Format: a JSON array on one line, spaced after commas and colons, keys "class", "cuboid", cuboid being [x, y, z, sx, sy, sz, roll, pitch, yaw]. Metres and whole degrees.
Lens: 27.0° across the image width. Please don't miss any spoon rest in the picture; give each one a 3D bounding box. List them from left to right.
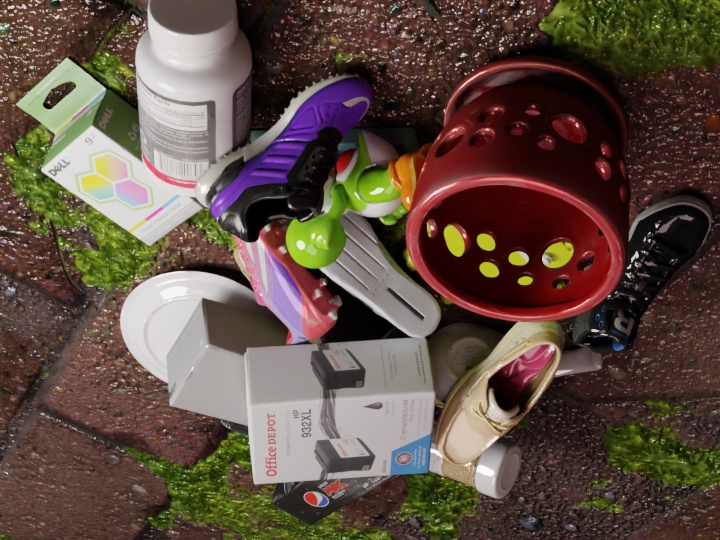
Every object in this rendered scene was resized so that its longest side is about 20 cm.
[{"class": "spoon rest", "cuboid": [0.168, 0.103, 1.673, 0.198, 0.100, 0.061, -4, 163, 5]}]

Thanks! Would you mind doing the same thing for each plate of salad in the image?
[{"class": "plate of salad", "cuboid": [-0.183, 0.070, 1.768, 0.198, 0.048, 0.201, 5, 131, 6]}]

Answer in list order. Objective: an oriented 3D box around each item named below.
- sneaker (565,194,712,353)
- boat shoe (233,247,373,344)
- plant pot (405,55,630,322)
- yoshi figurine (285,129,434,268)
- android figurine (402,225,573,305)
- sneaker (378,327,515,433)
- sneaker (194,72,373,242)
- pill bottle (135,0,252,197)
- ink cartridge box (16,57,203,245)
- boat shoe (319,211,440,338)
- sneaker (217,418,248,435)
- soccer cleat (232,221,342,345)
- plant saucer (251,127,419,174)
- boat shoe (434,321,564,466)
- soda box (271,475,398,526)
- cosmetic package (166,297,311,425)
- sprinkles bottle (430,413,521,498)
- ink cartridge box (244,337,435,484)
[{"class": "sneaker", "cuboid": [0.283, 0.018, 1.512, 0.073, 0.112, 0.200, 26, 139, -14]}, {"class": "boat shoe", "cuboid": [-0.065, 0.034, 1.686, 0.076, 0.072, 0.200, -13, 124, 46]}, {"class": "plant pot", "cuboid": [0.153, -0.079, 1.386, 0.199, 0.183, 0.201, 9, 139, 8]}, {"class": "yoshi figurine", "cuboid": [-0.004, -0.058, 1.498, 0.199, 0.113, 0.112, -13, 140, 33]}, {"class": "android figurine", "cuboid": [0.145, -0.023, 1.566, 0.199, 0.041, 0.182, -20, 128, 37]}, {"class": "sneaker", "cuboid": [0.101, 0.125, 1.737, 0.199, 0.076, 0.076, 35, 157, -18]}, {"class": "sneaker", "cuboid": [-0.054, -0.098, 1.437, 0.200, 0.100, 0.070, -39, 149, 1]}, {"class": "pill bottle", "cuboid": [-0.158, -0.175, 1.432, 0.110, 0.111, 0.201, 12, 140, 4]}, {"class": "ink cartridge box", "cuboid": [-0.262, -0.120, 1.567, 0.200, 0.060, 0.104, 37, 135, -24]}, {"class": "boat shoe", "cuboid": [0.000, 0.000, 1.610, 0.200, 0.072, 0.071, 47, 167, -11]}, {"class": "sneaker", "cuboid": [-0.090, 0.190, 1.838, 0.199, 0.060, 0.104, 24, -177, 43]}, {"class": "soccer cleat", "cuboid": [-0.099, -0.008, 1.579, 0.076, 0.067, 0.200, -30, 108, 21]}, {"class": "plant saucer", "cuboid": [-0.036, -0.114, 1.536, 0.199, 0.019, 0.070, 0, 138, 16]}, {"class": "boat shoe", "cuboid": [0.147, 0.135, 1.609, 0.073, 0.069, 0.201, 31, 107, -11]}, {"class": "soda box", "cuboid": [-0.029, 0.255, 1.918, 0.071, 0.064, 0.200, 33, 136, -20]}, {"class": "cosmetic package", "cuboid": [-0.112, 0.116, 1.711, 0.199, 0.090, 0.107, 21, 125, -24]}, {"class": "sprinkles bottle", "cuboid": [0.089, 0.204, 1.773, 0.199, 0.068, 0.068, 18, 145, 29]}, {"class": "ink cartridge box", "cuboid": [-0.024, 0.154, 1.636, 0.198, 0.084, 0.146, -3, 137, -5]}]
